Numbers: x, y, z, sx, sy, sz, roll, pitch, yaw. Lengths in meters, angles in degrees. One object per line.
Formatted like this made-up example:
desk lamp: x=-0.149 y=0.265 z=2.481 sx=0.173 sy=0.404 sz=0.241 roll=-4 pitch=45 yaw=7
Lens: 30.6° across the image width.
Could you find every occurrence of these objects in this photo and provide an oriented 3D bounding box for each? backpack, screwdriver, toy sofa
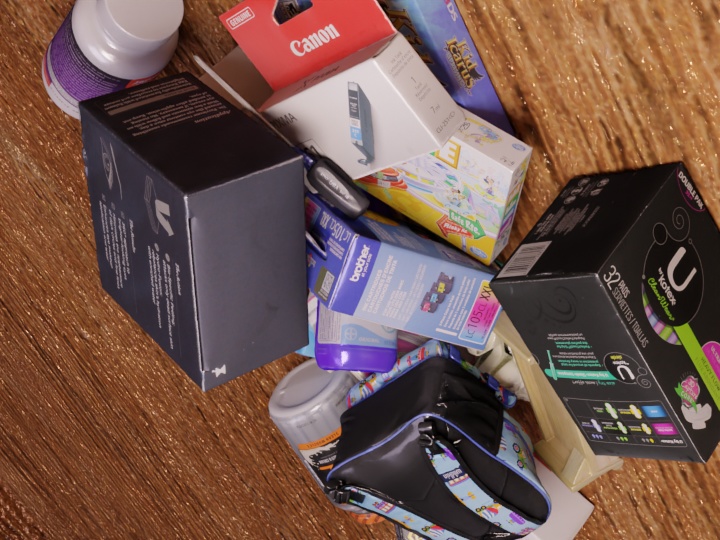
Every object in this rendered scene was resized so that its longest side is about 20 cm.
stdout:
backpack: x=0.092 y=0.189 z=1.317 sx=0.199 sy=0.135 sz=0.182 roll=35 pitch=131 yaw=-21
screwdriver: x=-0.072 y=-0.115 z=1.139 sx=0.200 sy=0.028 sz=0.029 roll=39 pitch=122 yaw=0
toy sofa: x=0.208 y=0.113 z=1.311 sx=0.083 sy=0.097 sz=0.201 roll=45 pitch=163 yaw=53

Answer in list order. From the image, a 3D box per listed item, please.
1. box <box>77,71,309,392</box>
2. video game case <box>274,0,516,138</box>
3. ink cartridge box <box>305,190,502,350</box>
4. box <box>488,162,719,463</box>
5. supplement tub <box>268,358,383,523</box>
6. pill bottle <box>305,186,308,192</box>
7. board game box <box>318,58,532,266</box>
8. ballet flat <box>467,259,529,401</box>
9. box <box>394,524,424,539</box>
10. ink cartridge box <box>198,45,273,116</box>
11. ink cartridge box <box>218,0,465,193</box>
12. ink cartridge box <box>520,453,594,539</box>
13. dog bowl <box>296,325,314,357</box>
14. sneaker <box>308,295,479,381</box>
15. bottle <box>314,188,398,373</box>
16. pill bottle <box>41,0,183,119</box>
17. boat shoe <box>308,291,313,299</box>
box: x=-0.145 y=-0.039 z=1.155 sx=0.200 sy=0.117 sz=0.198 roll=39 pitch=140 yaw=42
video game case: x=0.028 y=-0.176 z=1.175 sx=0.181 sy=0.045 sz=0.201 roll=4 pitch=132 yaw=46
ink cartridge box: x=0.017 y=-0.004 z=1.189 sx=0.199 sy=0.077 sz=0.136 roll=14 pitch=-167 yaw=-27
box: x=0.231 y=0.038 z=1.101 sx=0.124 sy=0.149 sz=0.201 roll=-5 pitch=126 yaw=51
supplement tub: x=-0.018 y=0.213 z=1.650 sx=0.122 sy=0.123 sz=0.201 roll=-1 pitch=129 yaw=50
pill bottle: x=-0.083 y=-0.029 z=1.432 sx=0.109 sy=0.109 sz=0.200 roll=49 pitch=150 yaw=-10
board game box: x=0.049 y=-0.103 z=1.162 sx=0.199 sy=0.034 sz=0.135 roll=32 pitch=148 yaw=17
ballet flat: x=0.134 y=0.073 z=1.347 sx=0.071 sy=0.072 sz=0.201 roll=14 pitch=140 yaw=40
box: x=0.050 y=0.229 z=1.493 sx=0.199 sy=0.049 sz=0.202 roll=86 pitch=174 yaw=-80
ink cartridge box: x=-0.159 y=-0.121 z=1.367 sx=0.085 sy=0.146 sz=0.200 roll=42 pitch=150 yaw=2
ink cartridge box: x=-0.031 y=-0.160 z=1.104 sx=0.176 sy=0.045 sz=0.200 roll=51 pitch=149 yaw=-16
ink cartridge box: x=0.164 y=0.287 z=1.564 sx=0.147 sy=0.083 sz=0.200 roll=42 pitch=150 yaw=4
dog bowl: x=-0.085 y=0.069 z=1.521 sx=0.199 sy=0.050 sz=0.111 roll=14 pitch=179 yaw=-28
sneaker: x=0.035 y=0.084 z=1.392 sx=0.198 sy=0.089 sz=0.081 roll=9 pitch=155 yaw=-14
bottle: x=0.000 y=0.000 z=1.303 sx=0.083 sy=0.202 sz=0.065 roll=8 pitch=173 yaw=-35
pill bottle: x=-0.254 y=-0.238 z=1.366 sx=0.112 sy=0.111 sz=0.200 roll=47 pitch=150 yaw=-8
boat shoe: x=0.013 y=0.015 z=1.423 sx=0.068 sy=0.072 sz=0.200 roll=22 pitch=145 yaw=-22
